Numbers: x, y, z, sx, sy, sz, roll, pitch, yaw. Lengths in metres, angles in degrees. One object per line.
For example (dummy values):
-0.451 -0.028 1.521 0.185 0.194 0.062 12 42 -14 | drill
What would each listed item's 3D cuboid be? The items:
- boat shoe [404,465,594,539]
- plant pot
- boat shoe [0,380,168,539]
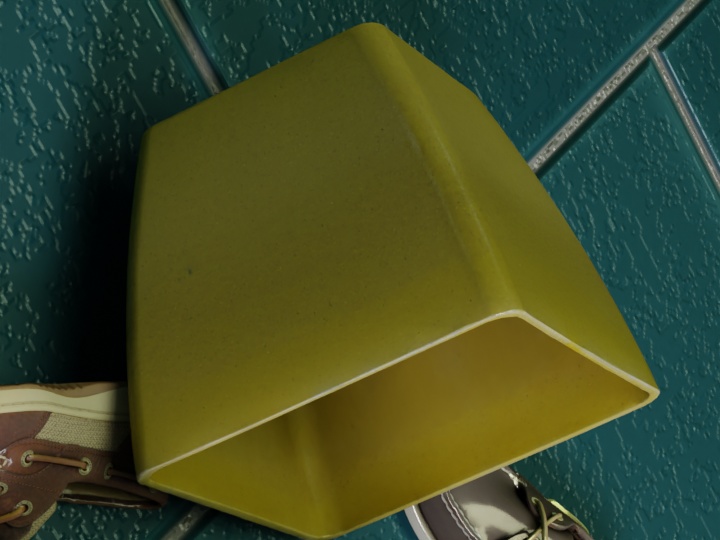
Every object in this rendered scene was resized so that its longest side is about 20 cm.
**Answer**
0.094 0.155 1.521 0.200 0.059 0.072 51 51 -25 | boat shoe
0.000 0.000 1.347 0.200 0.199 0.177 28 42 -61 | plant pot
-0.161 0.091 1.272 0.199 0.072 0.072 0 80 -52 | boat shoe
